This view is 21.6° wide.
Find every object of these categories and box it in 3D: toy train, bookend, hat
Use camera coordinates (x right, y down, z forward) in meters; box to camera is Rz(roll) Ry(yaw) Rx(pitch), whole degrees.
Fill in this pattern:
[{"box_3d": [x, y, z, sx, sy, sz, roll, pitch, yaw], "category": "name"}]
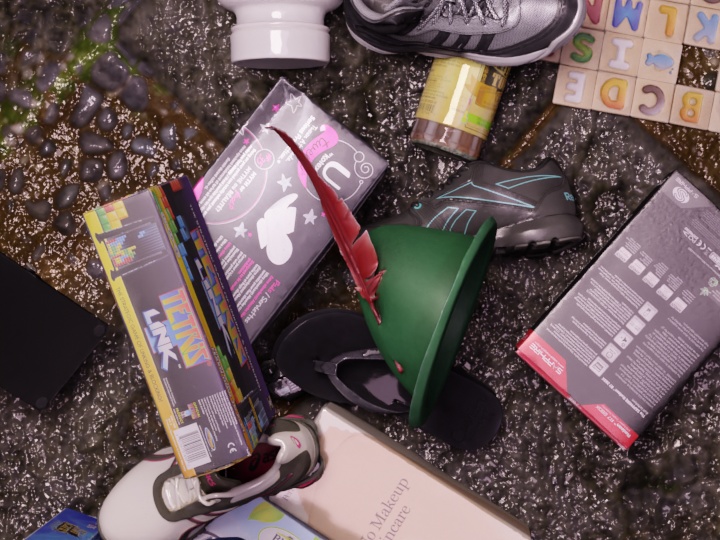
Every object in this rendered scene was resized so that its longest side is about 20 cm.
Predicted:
[{"box_3d": [0.007, 0.058, 1.571, 0.199, 0.034, 0.046, -26, 92, 3], "category": "toy train"}, {"box_3d": [-0.335, -0.008, 1.548, 0.092, 0.199, 0.200, -49, 132, 1], "category": "bookend"}, {"box_3d": [0.000, 0.000, 1.471, 0.175, 0.166, 0.201, 21, 106, 9], "category": "hat"}]

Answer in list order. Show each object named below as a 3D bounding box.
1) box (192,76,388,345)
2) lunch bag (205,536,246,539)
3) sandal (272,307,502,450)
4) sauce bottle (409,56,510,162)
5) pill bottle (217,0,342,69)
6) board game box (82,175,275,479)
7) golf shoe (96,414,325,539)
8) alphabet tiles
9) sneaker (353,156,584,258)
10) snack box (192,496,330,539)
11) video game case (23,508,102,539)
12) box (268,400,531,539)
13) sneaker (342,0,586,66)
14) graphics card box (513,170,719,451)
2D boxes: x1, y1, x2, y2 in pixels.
[{"box_3d": [-0.078, -0.040, 1.528, 0.115, 0.132, 0.200, 39, 92, -1], "category": "box"}, {"box_3d": [-0.081, 0.269, 1.423, 0.135, 0.200, 0.133, 23, 86, 8], "category": "lunch bag"}, {"box_3d": [0.026, 0.088, 1.542, 0.199, 0.043, 0.077, 21, 102, -9], "category": "sandal"}, {"box_3d": [0.099, -0.191, 1.554, 0.064, 0.065, 0.202, 18, 92, 3], "category": "sauce bottle"}, {"box_3d": [-0.066, -0.269, 1.540, 0.110, 0.111, 0.202, 0, 89, 3], "category": "pill bottle"}, {"box_3d": [-0.127, 0.036, 1.383, 0.056, 0.165, 0.201, -20, 95, 7], "category": "board game box"}, {"box_3d": [-0.127, 0.163, 1.484, 0.199, 0.088, 0.078, -25, 79, 11], "category": "golf shoe"}, {"box_3d": [0.239, -0.210, 1.576, 0.198, 0.008, 0.169, 10, 90, 2], "category": "alphabet tiles"}, {"box_3d": [0.081, -0.044, 1.558, 0.198, 0.075, 0.080, -7, 79, -6], "category": "sneaker"}, {"box_3d": [-0.094, 0.273, 1.556, 0.199, 0.068, 0.169, 35, 90, 2], "category": "snack box"}, {"box_3d": [-0.257, 0.293, 1.498, 0.045, 0.200, 0.183, 17, 91, 1], "category": "video game case"}, {"box_3d": [0.032, 0.198, 1.546, 0.199, 0.078, 0.095, 31, 91, 3], "category": "box"}, {"box_3d": [0.071, -0.208, 1.472, 0.198, 0.114, 0.076, 2, 83, 18], "category": "sneaker"}, {"box_3d": [0.236, 0.032, 1.552, 0.125, 0.051, 0.200, 41, 92, 3], "category": "graphics card box"}]
